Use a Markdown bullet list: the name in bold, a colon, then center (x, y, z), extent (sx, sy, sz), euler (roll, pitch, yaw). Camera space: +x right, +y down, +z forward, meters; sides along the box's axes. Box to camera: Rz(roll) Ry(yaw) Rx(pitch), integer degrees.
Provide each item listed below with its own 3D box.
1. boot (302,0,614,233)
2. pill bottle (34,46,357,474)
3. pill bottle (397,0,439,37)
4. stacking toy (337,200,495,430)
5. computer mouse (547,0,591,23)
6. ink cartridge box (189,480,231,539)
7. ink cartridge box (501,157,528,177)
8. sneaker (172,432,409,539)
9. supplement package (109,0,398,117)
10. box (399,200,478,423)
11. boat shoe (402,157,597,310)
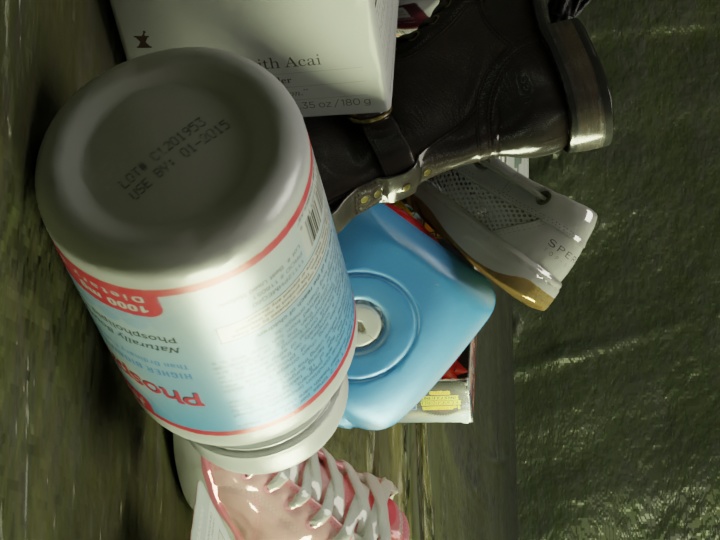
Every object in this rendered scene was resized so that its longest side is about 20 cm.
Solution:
- **boot**: center (0.015, -0.101, 0.972), extent (0.200, 0.173, 0.069), euler (-115, -167, -48)
- **pill bottle**: center (-0.060, 0.006, 0.840), extent (0.200, 0.108, 0.109), euler (74, 16, -56)
- **pill bottle**: center (0.021, -0.204, 1.155), extent (0.200, 0.113, 0.115), euler (11, 77, -82)
- **stacking toy**: center (-0.012, -0.015, 1.062), extent (0.116, 0.110, 0.200), euler (35, 18, -21)
- **computer mouse**: center (0.052, -0.132, 1.118), extent (0.046, 0.200, 0.141), euler (42, 61, -23)
- **ink cartridge box**: center (-0.075, 0.217, 0.919), extent (0.200, 0.057, 0.163), euler (64, 24, -49)
- **ink cartridge box**: center (0.040, -0.094, 1.407), extent (0.200, 0.145, 0.085), euler (-13, 102, -80)
- **sneaker**: center (-0.031, 0.109, 1.023), extent (0.201, 0.104, 0.076), euler (76, 16, -45)
- **supplement package**: center (-0.054, -0.179, 0.885), extent (0.201, 0.121, 0.120), euler (78, 13, -45)
- **box**: center (0.000, 0.000, 1.139), extent (0.040, 0.136, 0.201), euler (82, 9, -46)
- **boat shoe**: center (0.045, -0.062, 1.027), extent (0.069, 0.200, 0.071), euler (-51, 150, 6)
